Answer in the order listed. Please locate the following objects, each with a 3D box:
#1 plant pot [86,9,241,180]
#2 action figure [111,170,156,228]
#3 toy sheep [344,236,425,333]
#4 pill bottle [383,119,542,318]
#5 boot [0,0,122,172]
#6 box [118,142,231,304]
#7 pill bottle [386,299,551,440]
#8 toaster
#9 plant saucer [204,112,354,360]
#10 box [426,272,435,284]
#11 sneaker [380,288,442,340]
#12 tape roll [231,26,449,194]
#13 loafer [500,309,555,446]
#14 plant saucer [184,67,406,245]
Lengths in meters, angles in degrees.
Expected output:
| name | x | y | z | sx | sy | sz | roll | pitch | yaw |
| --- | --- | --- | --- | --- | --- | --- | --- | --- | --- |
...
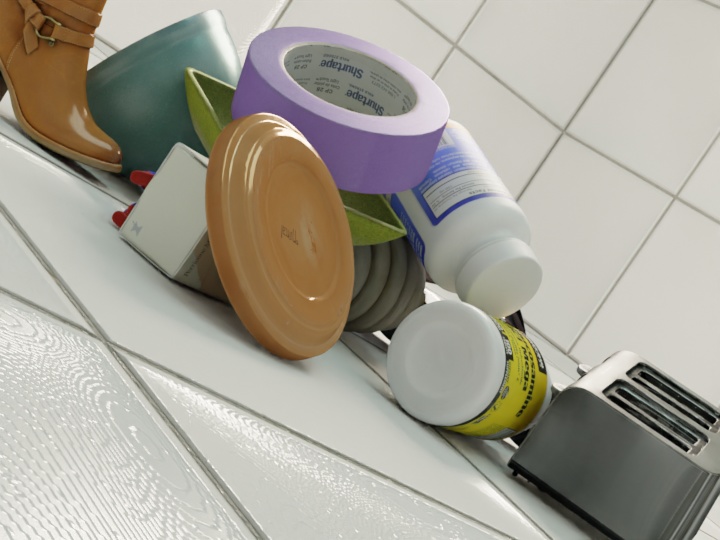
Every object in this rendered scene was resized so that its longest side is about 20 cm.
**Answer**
| name | x | y | z | sx | sy | sz | roll | pitch | yaw |
| --- | --- | --- | --- | --- | --- | --- | --- | --- | --- |
| plant pot | -0.198 | -0.162 | 1.571 | 0.135 | 0.199 | 0.200 | 60 | 4 | -3 |
| action figure | -0.154 | -0.049 | 1.364 | 0.098 | 0.066 | 0.200 | 28 | 6 | -2 |
| toy sheep | 0.000 | 0.000 | 1.550 | 0.199 | 0.139 | 0.138 | 16 | 16 | -43 |
| pill bottle | 0.100 | -0.048 | 1.499 | 0.112 | 0.112 | 0.201 | 30 | 24 | -46 |
| boot | -0.276 | -0.199 | 1.436 | 0.199 | 0.155 | 0.074 | 35 | 4 | 5 |
| box | -0.102 | -0.024 | 1.294 | 0.078 | 0.095 | 0.200 | 38 | 7 | 33 |
| pill bottle | 0.111 | 0.099 | 1.425 | 0.112 | 0.113 | 0.200 | 37 | 5 | 27 |
| toaster | 0.261 | 0.177 | 1.432 | 0.199 | 0.119 | 0.181 | 35 | 22 | 18 |
| plant saucer | -0.057 | -0.029 | 1.222 | 0.032 | 0.202 | 0.200 | -14 | -29 | 27 |
| box | 0.054 | -0.042 | 1.700 | 0.094 | 0.104 | 0.199 | 13 | -1 | -41 |
| sneaker | 0.065 | 0.065 | 1.662 | 0.202 | 0.077 | 0.146 | 40 | 4 | 24 |
| tape roll | -0.019 | -0.154 | 1.434 | 0.198 | 0.066 | 0.201 | 15 | 30 | -9 |
| loafer | 0.162 | 0.120 | 1.575 | 0.063 | 0.071 | 0.201 | -94 | 163 | -68 |
| plant saucer | -0.074 | -0.099 | 1.466 | 0.199 | 0.048 | 0.200 | 21 | 22 | -34 |
